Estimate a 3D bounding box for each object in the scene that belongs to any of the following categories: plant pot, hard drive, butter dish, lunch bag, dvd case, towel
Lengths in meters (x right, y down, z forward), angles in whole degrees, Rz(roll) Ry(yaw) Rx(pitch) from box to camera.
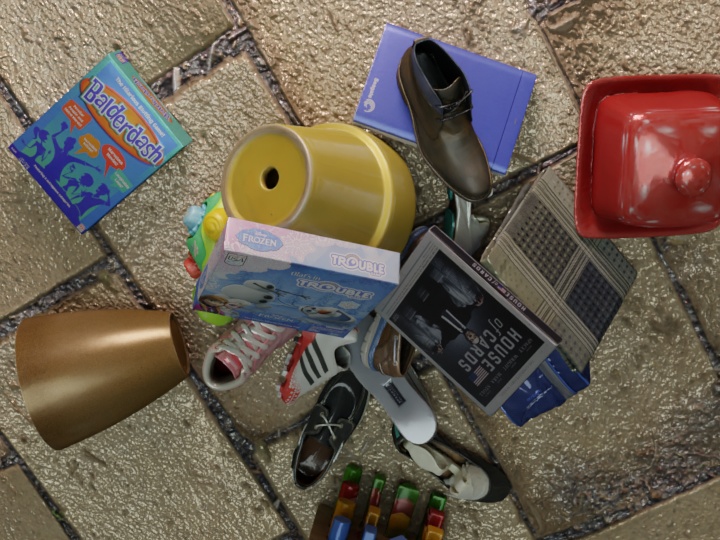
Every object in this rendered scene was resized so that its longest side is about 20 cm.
[{"bbox_3d":[-0.060,-0.089,1.129,0.199,0.188,0.203,-5,80,29],"label":"plant pot"},{"bbox_3d":[0.104,-0.211,1.164,0.198,0.025,0.133,19,82,1],"label":"hard drive"},{"bbox_3d":[-0.343,0.130,1.302,0.198,0.187,0.188,-15,107,0],"label":"plant pot"},{"bbox_3d":[0.365,-0.123,1.109,0.197,0.148,0.202,-2,107,-5],"label":"butter dish"},{"bbox_3d":[0.206,0.080,1.219,0.132,0.136,0.201,-36,100,17],"label":"lunch bag"},{"bbox_3d":[0.124,0.063,1.133,0.200,0.025,0.151,42,130,10],"label":"dvd case"},{"bbox_3d":[0.246,-0.004,1.171,0.200,0.193,0.034,48,146,-13],"label":"towel"}]

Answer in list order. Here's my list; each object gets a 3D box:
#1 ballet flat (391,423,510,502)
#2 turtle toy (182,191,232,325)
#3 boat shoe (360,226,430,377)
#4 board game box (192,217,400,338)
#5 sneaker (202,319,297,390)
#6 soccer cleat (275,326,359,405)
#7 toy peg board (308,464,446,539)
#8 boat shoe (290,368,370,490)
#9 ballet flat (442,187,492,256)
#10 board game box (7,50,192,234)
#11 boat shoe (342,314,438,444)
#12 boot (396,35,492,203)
[{"bbox_3d":[0.124,0.282,1.334,0.199,0.068,0.068,33,111,-4],"label":"ballet flat"},{"bbox_3d":[-0.178,-0.020,1.247,0.100,0.145,0.202,12,111,26],"label":"turtle toy"},{"bbox_3d":[0.070,0.044,1.232,0.072,0.072,0.202,23,97,36],"label":"boat shoe"},{"bbox_3d":[-0.080,0.015,1.096,0.198,0.044,0.199,11,155,-16],"label":"board game box"},{"bbox_3d":[-0.141,0.092,1.288,0.200,0.105,0.075,-42,97,17],"label":"sneaker"},{"bbox_3d":[-0.059,0.127,1.281,0.084,0.069,0.201,19,135,-3],"label":"soccer cleat"},{"bbox_3d":[0.035,0.358,1.315,0.198,0.199,0.099,17,95,2],"label":"toy peg board"},{"bbox_3d":[-0.041,0.222,1.339,0.071,0.068,0.201,28,109,-1],"label":"boat shoe"},{"bbox_3d":[0.138,-0.083,1.214,0.069,0.069,0.203,2,105,7],"label":"ballet flat"},{"bbox_3d":[-0.347,-0.169,1.258,0.199,0.045,0.152,-37,100,17],"label":"board game box"},{"bbox_3d":[0.044,0.147,1.300,0.072,0.066,0.201,-39,79,4],"label":"boat shoe"},{"bbox_3d":[0.099,-0.176,1.097,0.074,0.097,0.202,-27,84,-5],"label":"boot"}]
